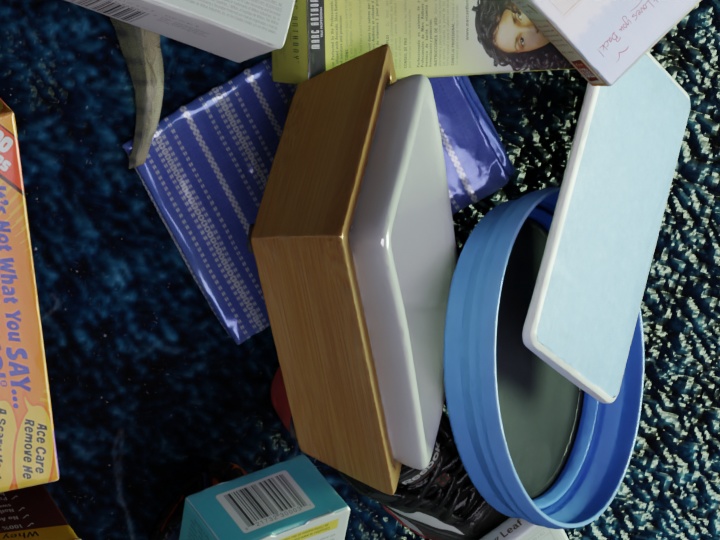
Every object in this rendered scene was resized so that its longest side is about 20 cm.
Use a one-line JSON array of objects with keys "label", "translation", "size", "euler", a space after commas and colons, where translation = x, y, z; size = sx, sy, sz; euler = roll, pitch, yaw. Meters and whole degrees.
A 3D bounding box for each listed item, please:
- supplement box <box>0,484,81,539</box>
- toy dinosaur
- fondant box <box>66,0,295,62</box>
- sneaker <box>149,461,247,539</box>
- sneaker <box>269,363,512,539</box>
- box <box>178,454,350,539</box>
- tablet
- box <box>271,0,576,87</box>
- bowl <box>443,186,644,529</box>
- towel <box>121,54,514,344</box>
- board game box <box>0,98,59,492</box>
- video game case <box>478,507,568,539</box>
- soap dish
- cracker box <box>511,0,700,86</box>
[{"label": "supplement box", "translation": [-0.264, 0.186, 1.530], "size": [0.197, 0.200, 0.133], "euler": [-7, 107, -17]}, {"label": "toy dinosaur", "translation": [-0.114, -0.163, 1.568], "size": [0.088, 0.047, 0.200], "euler": [-15, 109, 2]}, {"label": "fondant box", "translation": [-0.093, -0.230, 1.514], "size": [0.144, 0.058, 0.200], "euler": [19, 78, -24]}, {"label": "sneaker", "translation": [-0.109, 0.213, 1.661], "size": [0.078, 0.075, 0.200], "euler": [38, 92, -27]}, {"label": "sneaker", "translation": [0.037, 0.118, 1.670], "size": [0.200, 0.098, 0.071], "euler": [38, 89, -25]}, {"label": "box", "translation": [-0.065, 0.200, 1.597], "size": [0.082, 0.049, 0.200], "euler": [-18, 139, -30]}, {"label": "tablet", "translation": [0.144, -0.033, 1.637], "size": [0.130, 0.014, 0.200], "euler": [36, 67, -56]}, {"label": "box", "translation": [0.048, -0.148, 1.606], "size": [0.200, 0.050, 0.075], "euler": [-7, 99, -26]}, {"label": "bowl", "translation": [0.108, 0.051, 1.645], "size": [0.201, 0.039, 0.201], "euler": [4, 85, -59]}, {"label": "towel", "translation": [-0.021, -0.063, 1.640], "size": [0.200, 0.024, 0.145], "euler": [-31, 111, -8]}, {"label": "board game box", "translation": [-0.286, 0.006, 1.472], "size": [0.200, 0.200, 0.200], "euler": [-10, 108, -16]}, {"label": "video game case", "translation": [0.075, 0.257, 1.732], "size": [0.182, 0.022, 0.200], "euler": [-35, 131, -7]}, {"label": "soap dish", "translation": [0.000, 0.000, 1.548], "size": [0.081, 0.157, 0.200], "euler": [1, 134, 13]}, {"label": "cracker box", "translation": [0.115, -0.218, 1.558], "size": [0.134, 0.058, 0.200], "euler": [-43, 96, -2]}]
